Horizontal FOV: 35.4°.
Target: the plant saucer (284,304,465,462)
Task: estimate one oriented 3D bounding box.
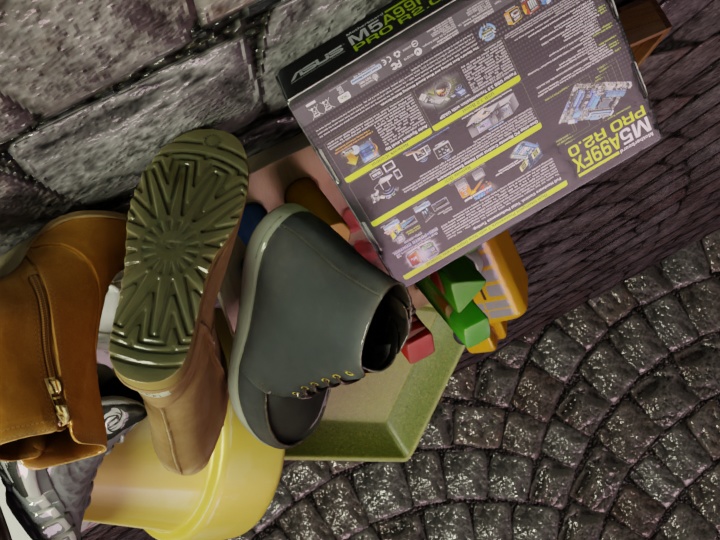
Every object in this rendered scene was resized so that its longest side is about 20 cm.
[{"bbox_3d":[0.005,0.104,1.177,0.198,0.048,0.201,8,115,-39],"label":"plant saucer"}]

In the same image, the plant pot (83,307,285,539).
[{"bbox_3d":[-0.192,0.131,0.944,0.187,0.203,0.201,2,150,-39],"label":"plant pot"}]

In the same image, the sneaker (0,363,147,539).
[{"bbox_3d":[-0.191,0.134,0.793,0.115,0.075,0.201,-36,155,-26],"label":"sneaker"}]

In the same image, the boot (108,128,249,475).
[{"bbox_3d":[-0.113,0.028,0.741,0.065,0.177,0.200,15,158,5],"label":"boot"}]

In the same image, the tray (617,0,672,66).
[{"bbox_3d":[0.179,-0.155,0.971,0.098,0.037,0.200,-25,166,-18],"label":"tray"}]

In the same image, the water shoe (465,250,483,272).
[{"bbox_3d":[0.009,0.012,0.958,0.197,0.080,0.072,3,137,-8],"label":"water shoe"}]

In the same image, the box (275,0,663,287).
[{"bbox_3d":[0.070,-0.101,0.695,0.199,0.044,0.161,-30,125,5],"label":"box"}]

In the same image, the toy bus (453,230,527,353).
[{"bbox_3d":[0.101,-0.011,1.039,0.077,0.066,0.201,-12,133,20],"label":"toy bus"}]

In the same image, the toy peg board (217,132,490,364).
[{"bbox_3d":[0.000,0.000,0.822,0.197,0.098,0.201,-26,134,-13],"label":"toy peg board"}]

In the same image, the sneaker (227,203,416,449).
[{"bbox_3d":[-0.027,0.064,0.738,0.074,0.106,0.202,-32,142,-34],"label":"sneaker"}]

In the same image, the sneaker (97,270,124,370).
[{"bbox_3d":[-0.203,0.024,0.784,0.087,0.074,0.199,-53,162,20],"label":"sneaker"}]

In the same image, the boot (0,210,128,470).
[{"bbox_3d":[-0.178,0.042,0.680,0.070,0.145,0.200,-29,169,27],"label":"boot"}]

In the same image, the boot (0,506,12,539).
[{"bbox_3d":[-0.285,0.163,0.795,0.064,0.202,0.187,-23,166,-22],"label":"boot"}]

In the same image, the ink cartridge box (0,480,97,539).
[{"bbox_3d":[-0.267,0.182,1.085,0.067,0.117,0.200,-39,170,23],"label":"ink cartridge box"}]
